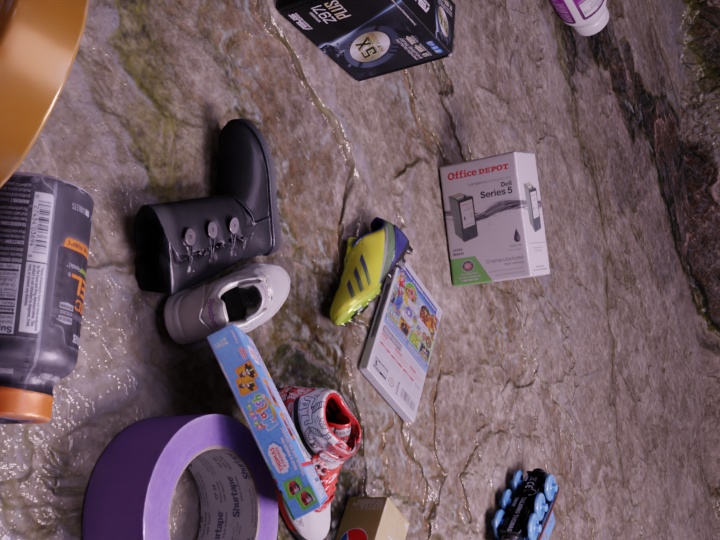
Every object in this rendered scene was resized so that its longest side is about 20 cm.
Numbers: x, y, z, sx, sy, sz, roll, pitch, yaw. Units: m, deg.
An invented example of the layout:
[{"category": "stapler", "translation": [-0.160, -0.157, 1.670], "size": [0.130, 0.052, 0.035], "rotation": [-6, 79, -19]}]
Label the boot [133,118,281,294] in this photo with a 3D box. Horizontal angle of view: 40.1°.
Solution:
[{"category": "boot", "translation": [-0.174, -0.075, 1.085], "size": [0.199, 0.065, 0.167], "rotation": [-22, 100, -52]}]

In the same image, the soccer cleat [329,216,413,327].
[{"category": "soccer cleat", "translation": [0.000, 0.000, 1.350], "size": [0.084, 0.065, 0.200], "rotation": [43, 46, -4]}]

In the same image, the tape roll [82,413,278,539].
[{"category": "tape roll", "translation": [-0.174, 0.246, 0.987], "size": [0.199, 0.084, 0.203], "rotation": [16, 71, -55]}]

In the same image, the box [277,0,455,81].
[{"category": "box", "translation": [0.012, -0.356, 1.336], "size": [0.200, 0.162, 0.087], "rotation": [32, 57, -51]}]

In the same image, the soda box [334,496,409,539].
[{"category": "soda box", "translation": [-0.003, 0.388, 1.241], "size": [0.068, 0.063, 0.201], "rotation": [54, 42, -35]}]

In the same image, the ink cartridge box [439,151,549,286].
[{"category": "ink cartridge box", "translation": [0.218, -0.083, 1.612], "size": [0.084, 0.144, 0.203], "rotation": [-5, 87, -55]}]

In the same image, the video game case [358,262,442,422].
[{"category": "video game case", "translation": [0.063, 0.099, 1.448], "size": [0.143, 0.018, 0.201], "rotation": [51, 44, -38]}]

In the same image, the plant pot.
[{"category": "plant pot", "translation": [-0.337, -0.182, 0.748], "size": [0.182, 0.199, 0.202], "rotation": [27, 60, -35]}]

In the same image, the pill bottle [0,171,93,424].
[{"category": "pill bottle", "translation": [-0.289, 0.027, 0.837], "size": [0.106, 0.105, 0.203], "rotation": [22, 66, -53]}]

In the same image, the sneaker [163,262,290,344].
[{"category": "sneaker", "translation": [-0.124, 0.036, 1.096], "size": [0.200, 0.099, 0.076], "rotation": [-26, 103, -58]}]

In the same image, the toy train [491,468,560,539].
[{"category": "toy train", "translation": [0.280, 0.423, 1.661], "size": [0.200, 0.086, 0.115], "rotation": [-47, 131, -53]}]

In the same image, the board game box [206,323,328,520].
[{"category": "board game box", "translation": [-0.095, 0.160, 1.045], "size": [0.151, 0.036, 0.202], "rotation": [85, -21, -80]}]

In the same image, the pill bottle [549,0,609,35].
[{"category": "pill bottle", "translation": [0.468, -0.605, 2.147], "size": [0.200, 0.111, 0.113], "rotation": [41, 51, -46]}]

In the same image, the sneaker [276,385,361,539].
[{"category": "sneaker", "translation": [-0.046, 0.233, 1.165], "size": [0.067, 0.107, 0.204], "rotation": [-29, 108, -55]}]
